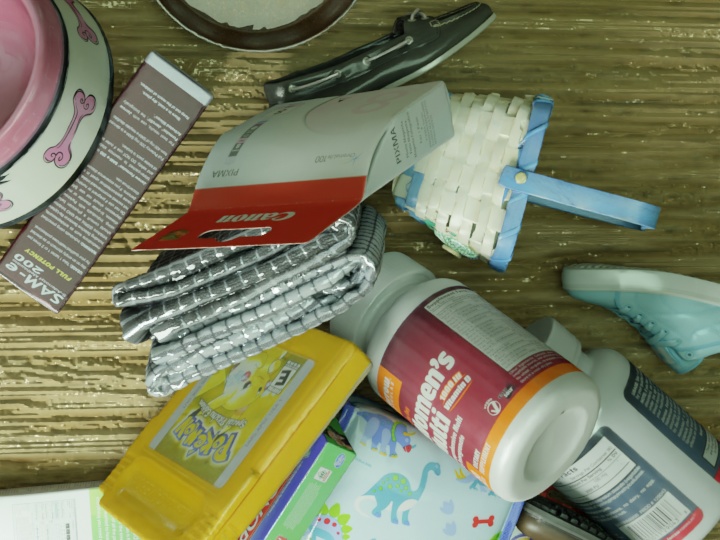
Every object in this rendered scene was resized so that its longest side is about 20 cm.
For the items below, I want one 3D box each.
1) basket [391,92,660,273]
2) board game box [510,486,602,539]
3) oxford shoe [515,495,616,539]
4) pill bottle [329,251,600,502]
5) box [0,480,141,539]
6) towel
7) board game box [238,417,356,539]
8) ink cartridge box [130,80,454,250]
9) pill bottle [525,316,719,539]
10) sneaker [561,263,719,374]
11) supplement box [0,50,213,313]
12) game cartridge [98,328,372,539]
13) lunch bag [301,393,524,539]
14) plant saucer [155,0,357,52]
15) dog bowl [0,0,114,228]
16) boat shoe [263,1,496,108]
[{"bbox_3d":[0.133,-0.065,1.101,0.199,0.176,0.140,12,91,9],"label":"basket"},{"bbox_3d":[0.140,0.276,1.194,0.095,0.030,0.201,25,87,-11],"label":"board game box"},{"bbox_3d":[0.182,0.253,1.140,0.084,0.073,0.200,-50,119,-7],"label":"oxford shoe"},{"bbox_3d":[0.074,0.075,1.056,0.200,0.110,0.110,37,86,33],"label":"pill bottle"},{"bbox_3d":[-0.267,0.246,1.120,0.199,0.036,0.145,-3,94,-8],"label":"box"},{"bbox_3d":[-0.082,-0.004,1.051,0.199,0.166,0.086,-24,105,8],"label":"towel"},{"bbox_3d":[-0.084,0.181,1.073,0.029,0.135,0.200,27,103,-26],"label":"board game box"},{"bbox_3d":[-0.048,-0.076,0.989,0.200,0.162,0.057,-32,114,-50],"label":"ink cartridge box"},{"bbox_3d":[0.199,0.135,1.147,0.200,0.120,0.120,42,86,-9],"label":"pill bottle"},{"bbox_3d":[0.260,0.044,1.175,0.199,0.074,0.082,11,89,-9],"label":"sneaker"},{"bbox_3d":[-0.197,-0.068,1.075,0.061,0.109,0.200,35,87,-11],"label":"supplement box"},{"bbox_3d":[-0.102,0.121,1.052,0.200,0.176,0.032,-50,120,-16],"label":"game cartridge"},{"bbox_3d":[0.016,0.215,1.117,0.170,0.127,0.201,22,89,-10],"label":"lunch bag"},{"bbox_3d":[-0.085,-0.274,1.118,0.199,0.034,0.201,0,93,-9],"label":"plant saucer"},{"bbox_3d":[-0.284,-0.134,1.023,0.199,0.074,0.201,-6,71,18],"label":"dog bowl"},{"bbox_3d":[0.015,-0.173,1.125,0.200,0.067,0.057,-32,102,-3],"label":"boat shoe"}]
